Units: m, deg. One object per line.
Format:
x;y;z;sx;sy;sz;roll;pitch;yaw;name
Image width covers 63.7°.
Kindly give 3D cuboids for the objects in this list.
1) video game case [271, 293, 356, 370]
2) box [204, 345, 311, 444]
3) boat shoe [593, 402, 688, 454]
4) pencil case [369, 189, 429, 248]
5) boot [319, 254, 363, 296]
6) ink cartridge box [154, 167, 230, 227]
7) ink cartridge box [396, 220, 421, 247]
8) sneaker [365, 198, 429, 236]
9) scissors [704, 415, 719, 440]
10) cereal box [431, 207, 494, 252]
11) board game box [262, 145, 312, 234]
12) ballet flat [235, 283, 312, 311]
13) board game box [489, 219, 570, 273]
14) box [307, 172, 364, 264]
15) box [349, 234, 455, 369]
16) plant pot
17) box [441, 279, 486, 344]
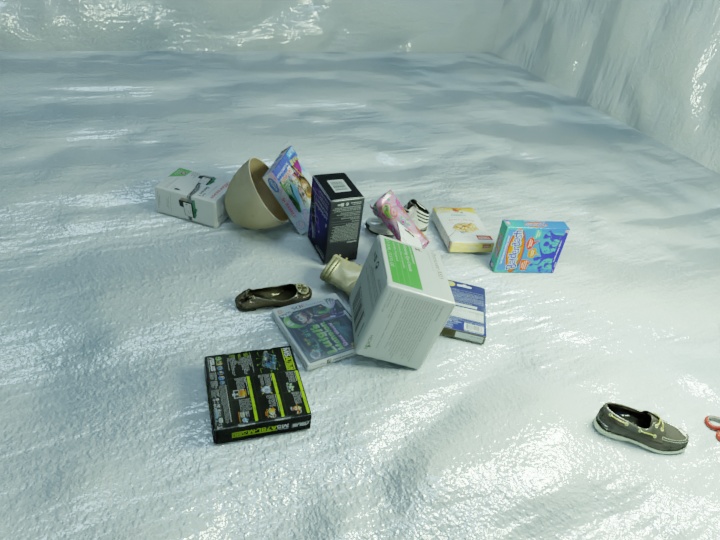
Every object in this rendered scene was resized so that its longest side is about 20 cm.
-0.090;0.137;1.361;0.178;0.024;0.200;-14;42;-29;video game case
-0.210;0.243;1.166;0.188;0.049;0.201;-3;36;-21;box
0.600;0.330;1.223;0.195;0.062;0.072;12;35;4;boat shoe
0.113;-0.132;1.669;0.087;0.088;0.202;-28;77;-42;pencil case
0.000;0.000;1.529;0.153;0.074;0.200;28;44;20;boot
-0.478;-0.217;1.705;0.194;0.086;0.147;14;35;10;ink cartridge box
0.126;-0.023;1.530;0.108;0.050;0.204;33;35;-39;ink cartridge box
0.115;-0.169;1.754;0.194;0.118;0.076;4;35;-8;sneaker
0.861;0.343;1.313;0.195;0.014;0.073;-7;36;-24;scissors
0.314;-0.128;1.799;0.139;0.040;0.202;0;36;-14;cereal box
-0.193;-0.243;1.731;0.040;0.202;0.202;-22;27;24;board game box
-0.210;0.059;1.420;0.195;0.047;0.068;-7;38;-22;ballet flat
0.485;-0.068;1.671;0.194;0.155;0.045;0;35;-12;board game box
-0.071;-0.144;1.600;0.102;0.204;0.149;-8;37;-24;box
0.087;0.071;1.318;0.167;0.203;0.201;16;32;-16;box
-0.310;-0.199;1.660;0.132;0.202;0.202;-26;31;17;plant pot
0.262;0.102;1.485;0.118;0.033;0.202;13;37;3;box
